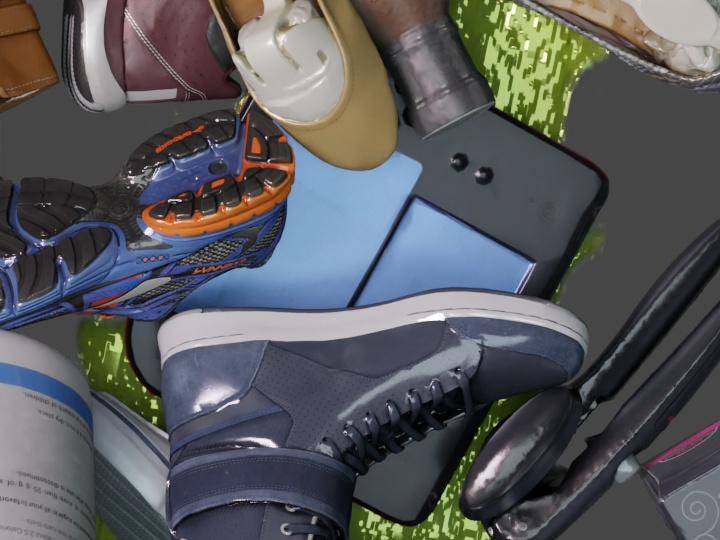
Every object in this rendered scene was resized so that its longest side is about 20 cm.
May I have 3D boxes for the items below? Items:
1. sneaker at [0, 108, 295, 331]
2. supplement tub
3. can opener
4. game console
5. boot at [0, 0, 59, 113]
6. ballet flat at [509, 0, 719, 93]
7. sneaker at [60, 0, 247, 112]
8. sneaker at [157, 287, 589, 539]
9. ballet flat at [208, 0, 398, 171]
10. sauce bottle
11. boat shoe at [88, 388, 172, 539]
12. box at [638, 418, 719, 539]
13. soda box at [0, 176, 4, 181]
[{"bbox_3d":[-0.120,-0.002,1.356,0.199,0.075,0.079,-17,140,-5],"label":"sneaker"},{"bbox_3d":[-0.180,0.138,1.305,0.131,0.132,0.201,-5,59,-1],"label":"supplement tub"},{"bbox_3d":[0.129,0.057,1.415,0.200,0.079,0.063,-42,87,-6],"label":"can opener"},{"bbox_3d":[0.000,0.000,1.420,0.176,0.031,0.200,29,95,-4],"label":"game console"},{"bbox_3d":[-0.178,-0.153,1.352,0.200,0.077,0.155,-36,92,-30],"label":"boot"},{"bbox_3d":[0.106,-0.145,1.388,0.200,0.072,0.072,27,95,-4],"label":"ballet flat"},{"bbox_3d":[-0.078,-0.173,1.389,0.115,0.076,0.201,2,100,-13],"label":"sneaker"},{"bbox_3d":[0.007,0.087,1.348,0.201,0.077,0.147,-6,60,7],"label":"sneaker"},{"bbox_3d":[-0.048,-0.124,1.333,0.068,0.063,0.200,-21,105,27],"label":"ballet flat"},{"bbox_3d":[0.001,-0.158,1.375,0.065,0.065,0.200,-28,87,2],"label":"sauce bottle"},{"bbox_3d":[-0.065,0.121,1.421,0.200,0.074,0.067,46,64,-3],"label":"boat shoe"},{"bbox_3d":[0.234,0.156,1.402,0.122,0.106,0.200,-29,95,3],"label":"box"},{"bbox_3d":[-0.247,-0.083,1.390,0.071,0.063,0.200,-38,95,3],"label":"soda box"}]
